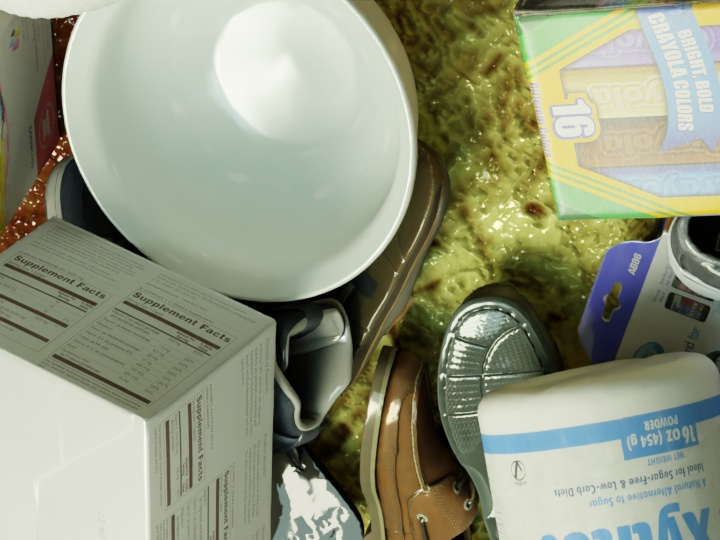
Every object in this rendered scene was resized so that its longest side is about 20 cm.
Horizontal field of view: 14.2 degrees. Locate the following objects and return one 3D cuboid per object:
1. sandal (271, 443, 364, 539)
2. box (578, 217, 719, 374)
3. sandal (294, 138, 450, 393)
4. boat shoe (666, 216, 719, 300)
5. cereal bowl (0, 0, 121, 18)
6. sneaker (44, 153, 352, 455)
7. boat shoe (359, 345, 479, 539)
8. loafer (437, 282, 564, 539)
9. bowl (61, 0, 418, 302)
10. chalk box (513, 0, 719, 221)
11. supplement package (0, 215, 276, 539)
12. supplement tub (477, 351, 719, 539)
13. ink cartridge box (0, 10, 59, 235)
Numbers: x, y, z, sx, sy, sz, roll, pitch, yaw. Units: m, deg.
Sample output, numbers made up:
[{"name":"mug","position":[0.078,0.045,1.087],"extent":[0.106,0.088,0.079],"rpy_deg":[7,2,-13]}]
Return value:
[{"name":"sandal","position":[-0.072,0.099,1.680],"extent":[0.075,0.045,0.200],"rpy_deg":[-39,96,16]},{"name":"box","position":[0.221,0.038,1.565],"extent":[0.199,0.042,0.119],"rpy_deg":[22,129,5]},{"name":"sandal","position":[0.000,0.000,1.600],"extent":[0.082,0.054,0.200],"rpy_deg":[48,129,23]},{"name":"boat shoe","position":[0.257,-0.004,1.481],"extent":[0.199,0.072,0.068],"rpy_deg":[13,172,3]},{"name":"cereal bowl","position":[-0.181,-0.216,1.422],"extent":[0.200,0.083,0.201],"rpy_deg":[26,126,41]},{"name":"sneaker","position":[-0.084,0.012,1.583],"extent":[0.146,0.077,0.203],"rpy_deg":[-24,92,46]},{"name":"boat shoe","position":[0.039,0.120,1.671],"extent":[0.068,0.072,0.200],"rpy_deg":[9,139,12]},{"name":"loafer","position":[0.089,0.088,1.636],"extent":[0.072,0.063,0.201],"rpy_deg":[-4,120,16]},{"name":"bowl","position":[-0.049,-0.092,1.515],"extent":[0.200,0.090,0.202],"rpy_deg":[10,119,19]},{"name":"chalk box","position":[0.192,-0.109,1.410],"extent":[0.199,0.125,0.124],"rpy_deg":[0,125,20]},{"name":"supplement package","position":[-0.138,0.102,1.539],"extent":[0.155,0.111,0.201],"rpy_deg":[24,131,27]},{"name":"supplement tub","position":[0.140,0.151,1.521],"extent":[0.131,0.132,0.201],"rpy_deg":[-11,90,25]},{"name":"ink cartridge box","position":[-0.225,-0.065,1.533],"extent":[0.067,0.200,0.117],"rpy_deg":[9,128,12]}]
